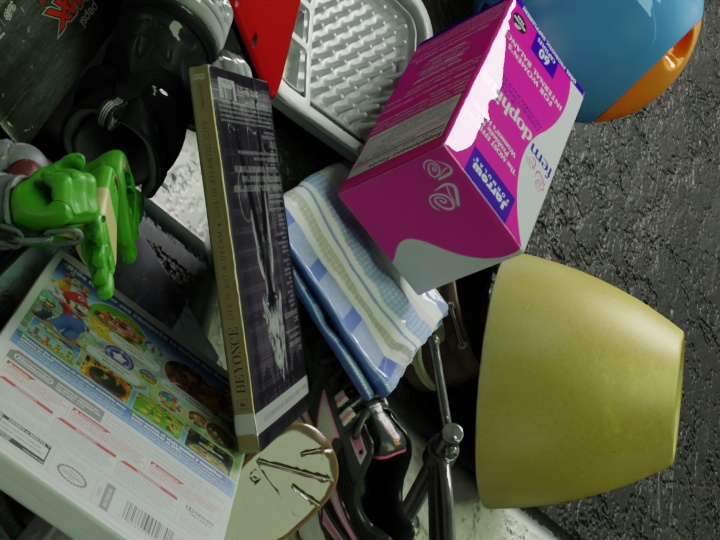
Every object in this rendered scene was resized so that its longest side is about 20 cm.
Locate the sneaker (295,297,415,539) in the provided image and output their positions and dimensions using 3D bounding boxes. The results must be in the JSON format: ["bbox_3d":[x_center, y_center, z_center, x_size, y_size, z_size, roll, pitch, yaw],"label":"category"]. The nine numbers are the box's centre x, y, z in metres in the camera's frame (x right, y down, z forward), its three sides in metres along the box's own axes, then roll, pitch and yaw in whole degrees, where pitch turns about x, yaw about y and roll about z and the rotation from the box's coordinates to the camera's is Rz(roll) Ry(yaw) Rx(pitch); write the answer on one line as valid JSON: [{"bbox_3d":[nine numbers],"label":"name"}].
[{"bbox_3d":[-0.004,0.101,0.942,0.080,0.086,0.202,-18,95,-41],"label":"sneaker"}]

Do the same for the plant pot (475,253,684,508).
[{"bbox_3d":[0.176,0.092,1.098,0.200,0.140,0.203,5,90,-76],"label":"plant pot"}]

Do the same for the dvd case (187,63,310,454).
[{"bbox_3d":[-0.060,-0.010,0.799,0.149,0.016,0.203,-26,108,-81],"label":"dvd case"}]

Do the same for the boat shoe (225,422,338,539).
[{"bbox_3d":[-0.100,0.160,0.820,0.199,0.065,0.073,-37,98,-31],"label":"boat shoe"}]

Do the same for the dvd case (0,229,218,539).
[{"bbox_3d":[-0.166,0.057,0.801,0.147,0.022,0.200,61,40,-22],"label":"dvd case"}]

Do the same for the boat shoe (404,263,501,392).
[{"bbox_3d":[0.081,-0.006,1.111,0.074,0.074,0.205,25,61,-48],"label":"boat shoe"}]

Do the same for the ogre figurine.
[{"bbox_3d":[-0.173,-0.029,0.688,0.200,0.118,0.099,-95,-177,-68],"label":"ogre figurine"}]

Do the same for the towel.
[{"bbox_3d":[0.000,0.000,0.970,0.148,0.024,0.200,57,20,-3],"label":"towel"}]

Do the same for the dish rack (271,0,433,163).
[{"bbox_3d":[-0.018,-0.164,1.047,0.199,0.043,0.174,31,54,-46],"label":"dish rack"}]

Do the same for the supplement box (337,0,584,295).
[{"bbox_3d":[0.077,-0.094,1.025,0.101,0.103,0.201,50,42,-22],"label":"supplement box"}]

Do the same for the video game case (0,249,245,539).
[{"bbox_3d":[-0.121,0.072,0.707,0.143,0.018,0.200,37,19,-11],"label":"video game case"}]

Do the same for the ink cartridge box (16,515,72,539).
[{"bbox_3d":[-0.108,0.215,0.714,0.200,0.083,0.147,45,58,-12],"label":"ink cartridge box"}]

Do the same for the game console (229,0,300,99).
[{"bbox_3d":[-0.095,-0.234,0.869,0.119,0.172,0.200,-46,159,-11],"label":"game console"}]

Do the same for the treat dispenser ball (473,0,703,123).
[{"bbox_3d":[0.197,-0.230,1.228,0.200,0.199,0.204,20,64,-49],"label":"treat dispenser ball"}]

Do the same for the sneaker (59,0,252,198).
[{"bbox_3d":[-0.122,-0.096,0.829,0.115,0.075,0.200,-63,176,-12],"label":"sneaker"}]

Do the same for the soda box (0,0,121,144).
[{"bbox_3d":[-0.183,-0.147,0.800,0.071,0.063,0.201,54,42,-30],"label":"soda box"}]

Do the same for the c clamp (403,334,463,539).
[{"bbox_3d":[0.044,0.171,0.956,0.027,0.201,0.172,3,53,-11],"label":"c clamp"}]
